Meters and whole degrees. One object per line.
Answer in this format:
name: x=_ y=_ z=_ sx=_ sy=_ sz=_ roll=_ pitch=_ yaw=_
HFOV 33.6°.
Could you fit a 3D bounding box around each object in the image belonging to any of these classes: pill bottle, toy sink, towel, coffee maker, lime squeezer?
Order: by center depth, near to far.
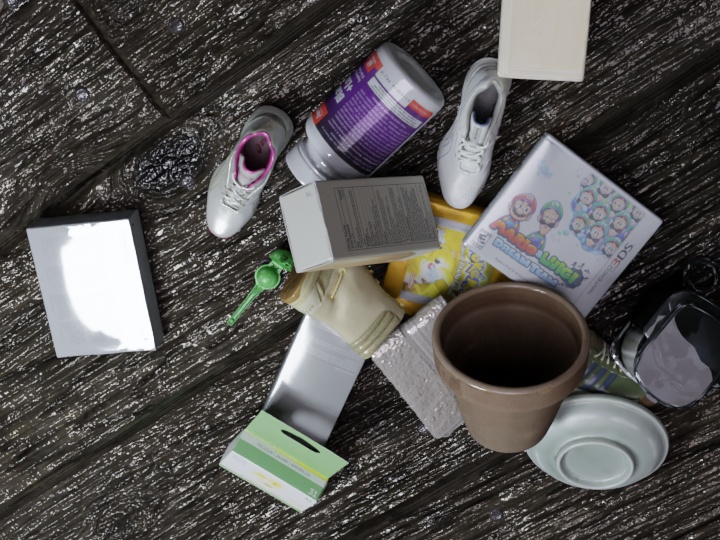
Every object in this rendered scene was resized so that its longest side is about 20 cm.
toy sink: x=0.226 y=-0.340 z=1.428 sx=0.112 sy=0.130 sz=0.200 roll=4 pitch=110 yaw=6
coffee maker: x=0.405 y=0.071 z=1.501 sx=0.134 sy=0.200 sz=0.193 roll=14 pitch=92 yaw=4
pill bottle: x=0.001 y=-0.186 z=1.525 sx=0.111 sy=0.111 sz=0.200 roll=44 pitch=109 yaw=-10
towel: x=0.110 y=0.138 z=1.639 sx=0.132 sy=0.034 sz=0.200 roll=-37 pitch=121 yaw=4
lime squeezer: x=-0.124 y=0.013 z=1.647 sx=0.038 sy=0.071 sz=0.200 roll=25 pitch=143 yaw=-20

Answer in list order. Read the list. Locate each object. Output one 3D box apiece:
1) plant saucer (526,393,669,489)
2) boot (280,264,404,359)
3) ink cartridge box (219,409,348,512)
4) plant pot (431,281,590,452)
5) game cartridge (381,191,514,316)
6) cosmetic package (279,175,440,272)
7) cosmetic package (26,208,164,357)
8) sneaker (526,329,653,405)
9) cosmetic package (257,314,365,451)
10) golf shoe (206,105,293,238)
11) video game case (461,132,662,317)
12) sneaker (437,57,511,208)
plant saucer: x=0.325 y=0.252 z=1.649 sx=0.200 sy=0.050 sz=0.200 roll=6 pitch=134 yaw=6
boot: x=0.000 y=0.000 z=1.584 sx=0.155 sy=0.200 sz=0.073 roll=38 pitch=151 yaw=-20
ink cartridge box: x=-0.112 y=0.275 z=1.692 sx=0.145 sy=0.048 sz=0.200 roll=32 pitch=155 yaw=-5
plant pot: x=0.193 y=0.143 z=1.555 sx=0.200 sy=0.200 sz=0.175 roll=3 pitch=132 yaw=6
game cartridge: x=0.139 y=-0.004 z=1.621 sx=0.200 sy=0.032 sz=0.177 roll=16 pitch=112 yaw=2
cosmetic package: x=0.002 y=-0.060 z=1.504 sx=0.071 sy=0.200 sz=0.105 roll=-19 pitch=80 yaw=44
cosmetic package: x=-0.372 y=0.020 z=1.685 sx=0.150 sy=0.052 sz=0.200 roll=-4 pitch=111 yaw=11
sneaker: x=0.321 y=0.126 z=1.627 sx=0.200 sy=0.067 sz=0.090 roll=7 pitch=117 yaw=8
cosmetic package: x=-0.060 y=0.143 z=1.676 sx=0.107 sy=0.090 sz=0.200 roll=25 pitch=115 yaw=-3
golf shoe: x=-0.159 y=-0.124 z=1.582 sx=0.075 sy=0.092 sz=0.200 roll=25 pitch=113 yaw=-5
video game case: x=0.265 y=-0.052 z=1.567 sx=0.200 sy=0.024 sz=0.182 roll=35 pitch=102 yaw=-12
sneaker: x=0.142 y=-0.171 z=1.526 sx=0.074 sy=0.087 sz=0.200 roll=12 pitch=112 yaw=1
